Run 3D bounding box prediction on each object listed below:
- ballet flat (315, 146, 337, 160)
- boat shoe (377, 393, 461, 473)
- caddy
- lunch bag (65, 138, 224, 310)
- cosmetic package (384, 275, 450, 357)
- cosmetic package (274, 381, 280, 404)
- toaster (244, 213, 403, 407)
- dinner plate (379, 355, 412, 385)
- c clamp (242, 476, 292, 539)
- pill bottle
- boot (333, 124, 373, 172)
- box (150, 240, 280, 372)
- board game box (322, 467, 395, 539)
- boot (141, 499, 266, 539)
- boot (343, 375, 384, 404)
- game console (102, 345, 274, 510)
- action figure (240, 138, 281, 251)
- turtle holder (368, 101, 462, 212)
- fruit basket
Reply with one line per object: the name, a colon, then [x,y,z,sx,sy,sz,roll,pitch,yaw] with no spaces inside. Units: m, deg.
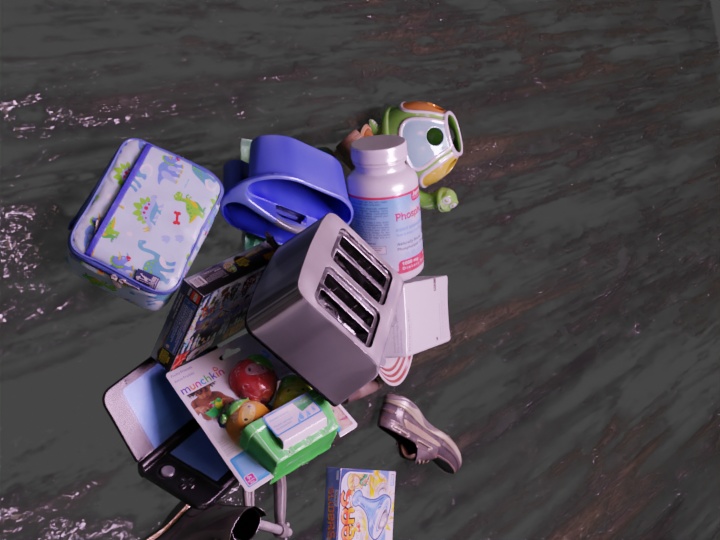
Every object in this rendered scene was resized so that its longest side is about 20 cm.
ballet flat: [-0.059,-0.095,1.579,0.065,0.070,0.202,23,68,-71]
boat shoe: [0.094,0.293,1.684,0.200,0.074,0.074,45,64,-23]
caddy: [-0.103,-0.099,1.376,0.199,0.141,0.106,19,50,-39]
lunch bag: [-0.281,-0.062,1.276,0.160,0.082,0.201,28,60,-8]
cosmetic package: [0.070,0.068,1.533,0.200,0.081,0.114,-14,101,-67]
cosmetic package: [-0.085,0.126,1.450,0.104,0.072,0.202,-56,147,-87]
toaster: [-0.047,0.043,1.287,0.200,0.118,0.181,43,36,-18]
dinner plate: [0.044,0.086,1.596,0.200,0.024,0.202,-3,90,-67]
c clamp: [-0.131,0.341,1.404,0.200,0.027,0.172,59,30,-61]
pill bottle: [0.034,-0.091,1.446,0.109,0.108,0.201,-30,123,-45]
boot: [0.031,-0.156,1.585,0.077,0.200,0.156,-40,95,2]
box: [-0.188,0.044,1.340,0.040,0.137,0.200,38,32,14]
board game box: [-0.004,0.420,1.576,0.135,0.034,0.202,14,74,-46]
boot: [-0.222,0.372,1.270,0.078,0.138,0.200,54,50,-27]
boot: [-0.022,0.112,1.586,0.146,0.070,0.201,-44,117,-49]
game console: [-0.213,0.191,1.327,0.200,0.175,0.117,-39,142,-42]
action figure: [-0.150,-0.083,1.473,0.118,0.054,0.202,18,68,-47]
turtle holder: [0.104,-0.200,1.682,0.141,0.131,0.187,31,51,-60]
fruit basket: [-0.129,0.170,1.310,0.185,0.094,0.200,-25,69,-33]
